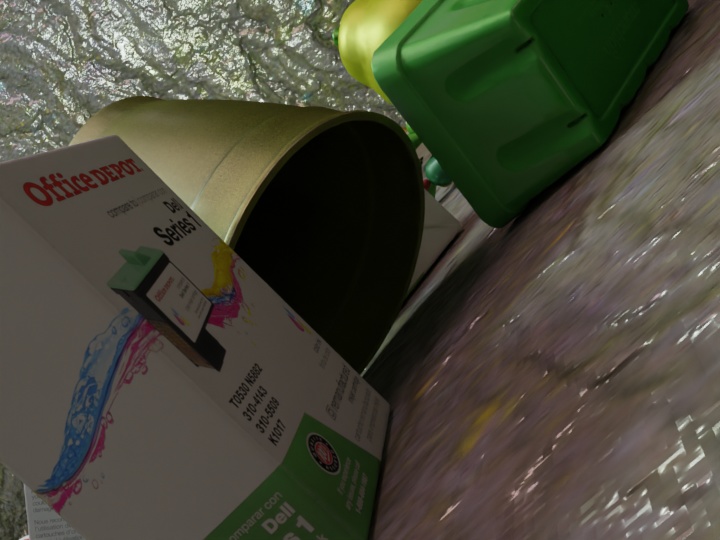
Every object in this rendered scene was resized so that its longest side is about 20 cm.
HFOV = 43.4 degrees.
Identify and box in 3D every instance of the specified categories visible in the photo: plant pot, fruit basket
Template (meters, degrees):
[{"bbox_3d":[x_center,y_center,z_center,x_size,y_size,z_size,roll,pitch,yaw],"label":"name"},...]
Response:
[{"bbox_3d":[-0.093,-0.029,0.596,0.200,0.192,0.201,-35,-44,-42],"label":"plant pot"},{"bbox_3d":[0.080,-0.139,0.595,0.215,0.156,0.216,-36,17,13],"label":"fruit basket"}]

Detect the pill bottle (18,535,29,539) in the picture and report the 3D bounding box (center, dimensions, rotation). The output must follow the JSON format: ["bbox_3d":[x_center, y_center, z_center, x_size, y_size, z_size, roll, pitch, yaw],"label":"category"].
[{"bbox_3d":[-0.391,0.395,1.007,0.112,0.112,0.200,-47,5,25],"label":"pill bottle"}]

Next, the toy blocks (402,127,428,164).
[{"bbox_3d":[0.133,-0.265,1.704,0.136,0.100,0.200,-35,8,20],"label":"toy blocks"}]

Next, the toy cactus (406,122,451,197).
[{"bbox_3d":[0.088,-0.159,0.981,0.165,0.102,0.201,29,104,60],"label":"toy cactus"}]

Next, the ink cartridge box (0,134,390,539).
[{"bbox_3d":[-0.088,0.042,0.399,0.084,0.200,0.145,-44,6,13],"label":"ink cartridge box"}]

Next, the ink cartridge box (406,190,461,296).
[{"bbox_3d":[0.000,0.000,0.788,0.117,0.067,0.200,-51,5,-16],"label":"ink cartridge box"}]

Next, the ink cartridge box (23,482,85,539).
[{"bbox_3d":[-0.143,0.124,0.509,0.043,0.201,0.196,-4,0,-6],"label":"ink cartridge box"}]
